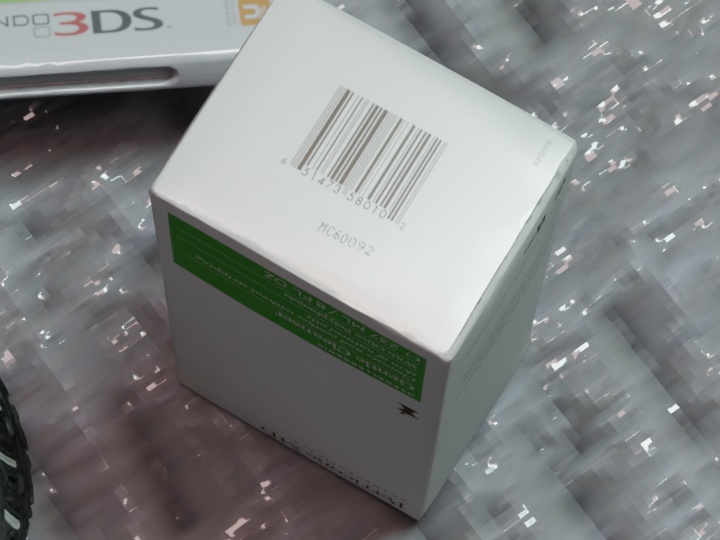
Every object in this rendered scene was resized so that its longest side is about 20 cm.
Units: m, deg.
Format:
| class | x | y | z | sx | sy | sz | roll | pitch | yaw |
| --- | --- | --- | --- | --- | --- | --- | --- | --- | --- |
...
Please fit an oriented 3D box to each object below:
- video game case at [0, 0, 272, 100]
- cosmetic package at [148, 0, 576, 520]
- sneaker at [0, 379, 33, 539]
| class | x | y | z | sx | sy | sz | roll | pitch | yaw |
| --- | --- | --- | --- | --- | --- | --- | --- | --- | --- |
| video game case | -0.120 | -0.147 | 1.031 | 0.182 | 0.022 | 0.200 | -4 | 57 | -8 |
| cosmetic package | 0.000 | 0.000 | 0.930 | 0.108 | 0.200 | 0.085 | 29 | 72 | 9 |
| sneaker | -0.178 | 0.026 | 0.989 | 0.079 | 0.074 | 0.200 | -35 | 71 | -2 |
